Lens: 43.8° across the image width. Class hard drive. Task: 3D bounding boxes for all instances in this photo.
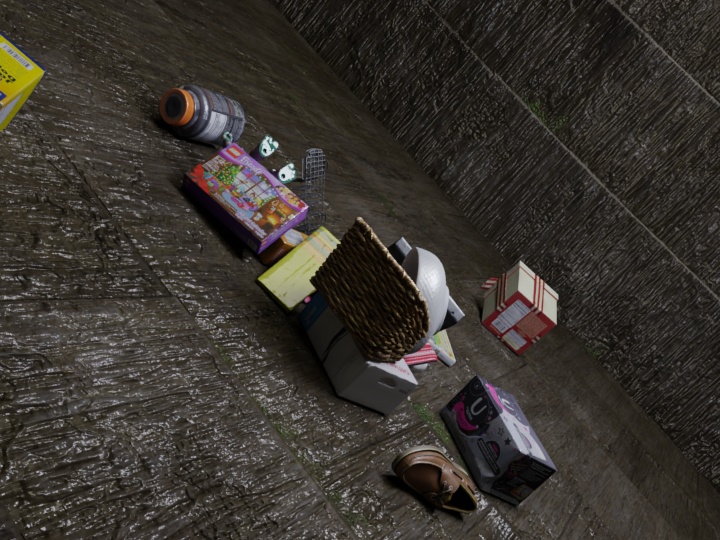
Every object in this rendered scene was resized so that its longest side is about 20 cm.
[{"bbox_3d":[0.113,0.035,1.821,0.201,0.033,0.139,51,-23,-2],"label":"hard drive"}]

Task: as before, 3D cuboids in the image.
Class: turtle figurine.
[{"bbox_3d":[-0.219,-0.203,1.786,0.149,0.102,0.198,36,-24,-32],"label":"turtle figurine"}]

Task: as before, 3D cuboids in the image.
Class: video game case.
[{"bbox_3d":[0.137,0.118,2.089,0.181,0.023,0.201,39,16,-20],"label":"video game case"}]

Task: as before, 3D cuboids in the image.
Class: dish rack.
[{"bbox_3d":[-0.110,-0.147,1.835,0.053,0.205,0.153,5,10,12],"label":"dish rack"}]

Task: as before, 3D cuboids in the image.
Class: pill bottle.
[{"bbox_3d":[-0.331,-0.323,1.860,0.107,0.106,0.199,49,17,17],"label":"pill bottle"}]

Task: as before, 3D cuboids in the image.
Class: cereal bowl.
[{"bbox_3d":[0.112,0.064,1.674,0.082,0.204,0.201,15,22,-10],"label":"cereal bowl"}]

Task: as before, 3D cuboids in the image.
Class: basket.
[{"bbox_3d":[0.040,0.034,1.519,0.201,0.150,0.142,50,20,29],"label":"basket"}]

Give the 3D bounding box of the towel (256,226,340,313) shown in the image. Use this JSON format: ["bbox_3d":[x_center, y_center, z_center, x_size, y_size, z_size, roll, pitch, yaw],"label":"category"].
[{"bbox_3d":[-0.100,-0.004,1.637,0.086,0.018,0.200,42,48,7],"label":"towel"}]

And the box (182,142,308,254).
[{"bbox_3d":[-0.212,-0.136,1.651,0.199,0.039,0.137,40,49,12],"label":"box"}]

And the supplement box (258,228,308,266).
[{"bbox_3d":[-0.119,-0.030,1.739,0.199,0.066,0.069,24,28,-50],"label":"supplement box"}]

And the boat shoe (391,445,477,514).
[{"bbox_3d":[0.128,0.338,1.432,0.199,0.072,0.068,29,21,-44],"label":"boat shoe"}]

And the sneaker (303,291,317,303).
[{"bbox_3d":[-0.033,0.056,1.705,0.196,0.080,0.096,20,34,-16],"label":"sneaker"}]

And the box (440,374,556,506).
[{"bbox_3d":[0.263,0.324,1.723,0.131,0.115,0.201,31,20,-38],"label":"box"}]

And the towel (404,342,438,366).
[{"bbox_3d":[0.051,0.117,1.764,0.142,0.023,0.201,-5,44,-28],"label":"towel"}]

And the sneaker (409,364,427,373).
[{"bbox_3d":[0.067,0.114,1.828,0.084,0.073,0.201,26,26,-54],"label":"sneaker"}]

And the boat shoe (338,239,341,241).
[{"bbox_3d":[-0.043,-0.021,1.893,0.068,0.072,0.201,42,14,-13],"label":"boat shoe"}]

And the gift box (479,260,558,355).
[{"bbox_3d":[0.451,0.107,2.619,0.184,0.199,0.188,44,31,-14],"label":"gift box"}]

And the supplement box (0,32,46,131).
[{"bbox_3d":[-0.517,-0.241,1.193,0.109,0.109,0.201,39,17,-18],"label":"supplement box"}]

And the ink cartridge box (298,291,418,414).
[{"bbox_3d":[-0.005,0.139,1.568,0.143,0.084,0.201,27,23,-43],"label":"ink cartridge box"}]
